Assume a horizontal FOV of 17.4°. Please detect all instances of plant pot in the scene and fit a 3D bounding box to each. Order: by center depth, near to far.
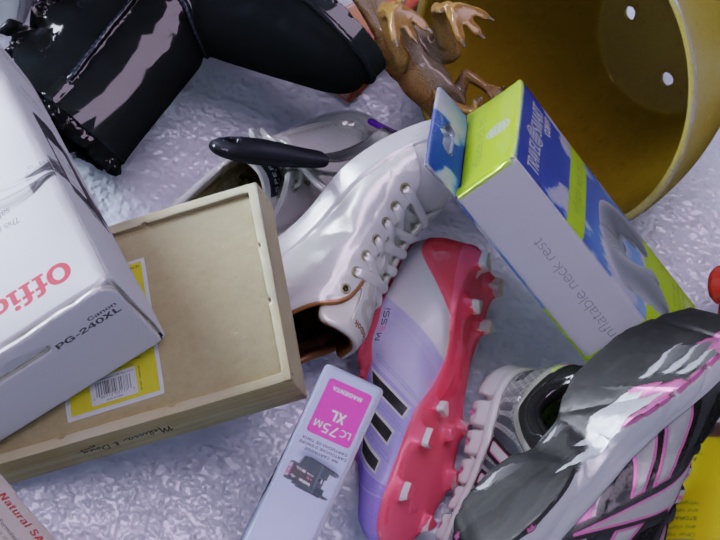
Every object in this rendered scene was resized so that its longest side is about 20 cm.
[{"bbox_3d":[0.153,-0.133,1.433,0.200,0.200,0.142,49,39,17],"label":"plant pot"}]

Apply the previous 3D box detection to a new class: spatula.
[{"bbox_3d":[-0.010,-0.070,1.360,0.200,0.021,0.056,-6,26,-45],"label":"spatula"}]

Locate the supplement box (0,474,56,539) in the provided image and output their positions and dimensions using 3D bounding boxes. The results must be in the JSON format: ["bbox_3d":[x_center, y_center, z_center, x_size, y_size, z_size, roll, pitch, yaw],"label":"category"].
[{"bbox_3d":[-0.223,0.213,1.182,0.200,0.074,0.126,-33,71,-28],"label":"supplement box"}]

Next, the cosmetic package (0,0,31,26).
[{"bbox_3d":[-0.246,-0.288,1.432,0.167,0.166,0.200,19,57,-2],"label":"cosmetic package"}]

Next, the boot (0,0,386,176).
[{"bbox_3d":[-0.106,-0.123,1.386,0.198,0.073,0.162,37,76,21],"label":"boot"}]

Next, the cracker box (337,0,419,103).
[{"bbox_3d":[-0.042,-0.216,1.500,0.200,0.058,0.134,36,58,10],"label":"cracker box"}]

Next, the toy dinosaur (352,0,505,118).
[{"bbox_3d":[0.024,-0.134,1.389,0.060,0.106,0.200,-33,82,-22],"label":"toy dinosaur"}]

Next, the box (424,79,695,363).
[{"bbox_3d":[0.116,-0.017,1.315,0.200,0.048,0.122,50,19,-16],"label":"box"}]

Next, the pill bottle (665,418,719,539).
[{"bbox_3d":[0.187,0.183,1.276,0.109,0.109,0.200,16,57,-3],"label":"pill bottle"}]

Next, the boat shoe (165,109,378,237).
[{"bbox_3d":[-0.056,-0.049,1.376,0.202,0.086,0.075,-33,71,-28],"label":"boat shoe"}]

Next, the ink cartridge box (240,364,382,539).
[{"bbox_3d":[-0.050,0.159,1.228,0.042,0.119,0.200,23,57,0],"label":"ink cartridge box"}]

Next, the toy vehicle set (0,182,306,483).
[{"bbox_3d":[-0.136,0.037,1.285,0.200,0.027,0.124,-16,61,11],"label":"toy vehicle set"}]

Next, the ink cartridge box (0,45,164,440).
[{"bbox_3d":[-0.216,-0.013,1.272,0.145,0.083,0.200,-32,59,2],"label":"ink cartridge box"}]

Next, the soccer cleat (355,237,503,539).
[{"bbox_3d":[0.025,0.069,1.346,0.076,0.067,0.200,3,58,26],"label":"soccer cleat"}]

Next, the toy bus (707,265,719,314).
[{"bbox_3d":[0.311,0.025,1.390,0.192,0.200,0.136,-3,51,27],"label":"toy bus"}]

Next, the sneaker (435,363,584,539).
[{"bbox_3d":[0.097,0.132,1.286,0.074,0.087,0.200,33,53,-29],"label":"sneaker"}]

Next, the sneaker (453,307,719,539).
[{"bbox_3d":[0.139,0.105,1.238,0.200,0.080,0.086,-41,118,-10],"label":"sneaker"}]

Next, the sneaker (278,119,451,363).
[{"bbox_3d":[0.000,0.000,1.339,0.200,0.073,0.085,-41,53,-5],"label":"sneaker"}]
